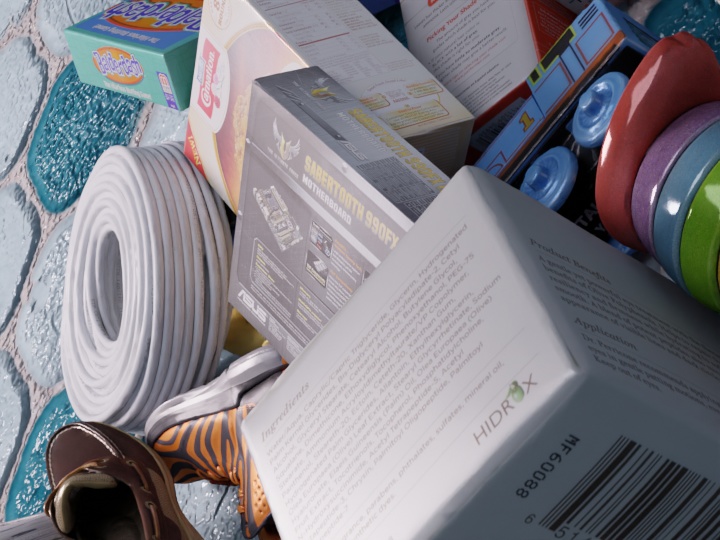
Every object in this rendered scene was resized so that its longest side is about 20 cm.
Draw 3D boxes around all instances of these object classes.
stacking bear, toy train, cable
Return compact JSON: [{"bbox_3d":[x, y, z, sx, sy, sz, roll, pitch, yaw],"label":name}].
[{"bbox_3d":[0.219,-0.019,1.097,0.114,0.121,0.200,-57,43,5],"label":"stacking bear"},{"bbox_3d":[0.119,-0.055,1.264,0.200,0.086,0.114,-51,28,20],"label":"toy train"},{"bbox_3d":[-0.149,0.012,1.494,0.200,0.069,0.201,134,133,-55],"label":"cable"}]

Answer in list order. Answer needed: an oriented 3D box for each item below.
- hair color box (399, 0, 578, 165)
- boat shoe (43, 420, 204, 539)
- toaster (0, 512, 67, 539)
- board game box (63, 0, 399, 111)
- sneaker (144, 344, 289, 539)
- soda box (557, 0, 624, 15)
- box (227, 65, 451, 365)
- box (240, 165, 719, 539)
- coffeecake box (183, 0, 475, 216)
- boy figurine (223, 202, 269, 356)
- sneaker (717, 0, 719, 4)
[{"bbox_3d":[0.082,-0.160,1.390,0.101,0.061,0.201,-37,44,32],"label":"hair color box"},{"bbox_3d":[-0.160,0.146,1.379,0.072,0.072,0.200,-46,40,4],"label":"boat shoe"},{"bbox_3d":[-0.243,0.239,1.469,0.200,0.113,0.130,-19,86,47],"label":"toaster"},{"bbox_3d":[-0.085,-0.180,1.526,0.200,0.045,0.152,-30,27,-26],"label":"board game box"},{"bbox_3d":[-0.076,0.128,1.395,0.200,0.077,0.113,-39,58,54],"label":"sneaker"},{"bbox_3d":[0.132,-0.254,1.378,0.064,0.068,0.201,-38,42,31],"label":"soda box"},{"bbox_3d":[0.000,0.000,1.246,0.200,0.048,0.159,43,135,41],"label":"box"},{"bbox_3d":[0.085,0.097,1.105,0.200,0.199,0.172,-48,38,20],"label":"box"},{"bbox_3d":[-0.025,-0.084,1.367,0.200,0.073,0.154,48,142,36],"label":"coffeecake box"},{"bbox_3d":[-0.060,0.008,1.462,0.124,0.064,0.200,-49,35,15],"label":"boy figurine"},{"bbox_3d":[0.247,-0.127,1.158,0.200,0.072,0.085,-159,63,-67],"label":"sneaker"}]
